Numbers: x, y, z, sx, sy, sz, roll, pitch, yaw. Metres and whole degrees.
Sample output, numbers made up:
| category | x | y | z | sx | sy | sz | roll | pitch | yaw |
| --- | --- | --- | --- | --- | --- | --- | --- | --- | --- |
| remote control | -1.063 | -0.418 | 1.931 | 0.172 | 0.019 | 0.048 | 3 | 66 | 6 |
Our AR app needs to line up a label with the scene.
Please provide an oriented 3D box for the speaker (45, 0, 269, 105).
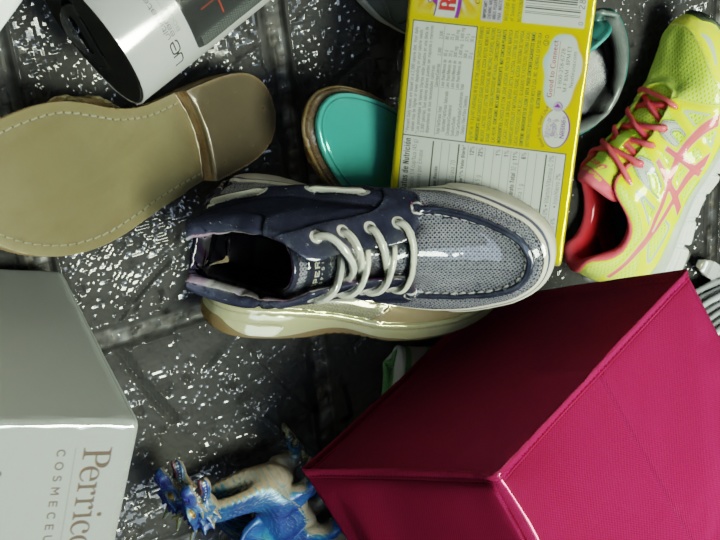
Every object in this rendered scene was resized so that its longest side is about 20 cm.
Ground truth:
| category | x | y | z | sx | sy | sz | roll | pitch | yaw |
| --- | --- | --- | --- | --- | --- | --- | --- | --- | --- |
| speaker | -0.064 | -0.175 | 0.636 | 0.200 | 0.081 | 0.082 | -42 | 126 | -16 |

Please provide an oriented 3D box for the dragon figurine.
| category | x | y | z | sx | sy | sz | roll | pitch | yaw |
| --- | --- | --- | --- | --- | --- | --- | --- | --- | --- |
| dragon figurine | -0.060 | 0.171 | 0.825 | 0.099 | 0.059 | 0.201 | -36 | 135 | -8 |

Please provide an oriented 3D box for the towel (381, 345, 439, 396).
| category | x | y | z | sx | sy | sz | roll | pitch | yaw |
| --- | --- | --- | --- | --- | --- | --- | --- | --- | --- |
| towel | 0.095 | 0.134 | 0.885 | 0.198 | 0.023 | 0.154 | 9 | 83 | -31 |

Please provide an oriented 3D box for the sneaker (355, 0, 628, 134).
| category | x | y | z | sx | sy | sz | roll | pitch | yaw |
| --- | --- | --- | --- | --- | --- | --- | --- | --- | --- |
| sneaker | 0.083 | -0.138 | 0.725 | 0.199 | 0.121 | 0.084 | 24 | 100 | -34 |

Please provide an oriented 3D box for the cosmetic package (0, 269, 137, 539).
| category | x | y | z | sx | sy | sz | roll | pitch | yaw |
| --- | --- | --- | --- | --- | --- | --- | --- | --- | --- |
| cosmetic package | -0.240 | 0.104 | 0.631 | 0.198 | 0.166 | 0.169 | 2 | 115 | -29 |

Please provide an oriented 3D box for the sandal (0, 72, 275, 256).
| category | x | y | z | sx | sy | sz | roll | pitch | yaw |
| --- | --- | --- | --- | --- | --- | --- | --- | --- | --- |
| sandal | -0.143 | -0.060 | 0.677 | 0.211 | 0.069 | 0.078 | -25 | 110 | -42 |

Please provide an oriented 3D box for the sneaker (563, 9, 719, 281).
| category | x | y | z | sx | sy | sz | roll | pitch | yaw |
| --- | --- | --- | --- | --- | --- | --- | --- | --- | --- |
| sneaker | 0.192 | -0.075 | 0.841 | 0.089 | 0.078 | 0.202 | 1 | 112 | -26 |

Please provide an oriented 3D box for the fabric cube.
| category | x | y | z | sx | sy | sz | roll | pitch | yaw |
| --- | --- | --- | --- | --- | --- | --- | --- | --- | --- |
| fabric cube | 0.124 | 0.145 | 0.769 | 0.200 | 0.195 | 0.201 | -39 | 106 | -31 |

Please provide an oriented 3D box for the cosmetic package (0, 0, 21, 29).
| category | x | y | z | sx | sy | sz | roll | pitch | yaw |
| --- | --- | --- | --- | --- | --- | --- | --- | --- | --- |
| cosmetic package | -0.252 | -0.138 | 0.588 | 0.150 | 0.052 | 0.201 | 35 | 93 | -38 |

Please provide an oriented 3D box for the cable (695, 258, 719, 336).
| category | x | y | z | sx | sy | sz | roll | pitch | yaw |
| --- | --- | --- | --- | --- | --- | --- | --- | --- | --- |
| cable | 0.290 | 0.103 | 0.980 | 0.198 | 0.069 | 0.202 | 13 | 105 | -32 |

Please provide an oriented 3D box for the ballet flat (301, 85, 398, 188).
| category | x | y | z | sx | sy | sz | roll | pitch | yaw |
| --- | --- | --- | --- | --- | --- | --- | --- | --- | --- |
| ballet flat | 0.029 | -0.054 | 0.764 | 0.199 | 0.072 | 0.068 | 22 | 86 | -34 |

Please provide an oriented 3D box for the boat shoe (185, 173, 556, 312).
| category | x | y | z | sx | sy | sz | roll | pitch | yaw |
| --- | --- | --- | --- | --- | --- | --- | --- | --- | --- |
| boat shoe | 0.002 | -0.005 | 0.659 | 0.198 | 0.093 | 0.076 | 4 | 110 | 12 |

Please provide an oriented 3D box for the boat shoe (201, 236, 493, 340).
| category | x | y | z | sx | sy | sz | roll | pitch | yaw |
| --- | --- | --- | --- | --- | --- | --- | --- | --- | --- |
| boat shoe | 0.000 | 0.000 | 0.777 | 0.198 | 0.072 | 0.066 | -1 | 114 | -22 |

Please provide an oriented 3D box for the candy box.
| category | x | y | z | sx | sy | sz | roll | pitch | yaw |
| --- | --- | --- | --- | --- | --- | --- | --- | --- | --- |
| candy box | 0.073 | -0.108 | 0.679 | 0.101 | 0.026 | 0.202 | 9 | 106 | 13 |
